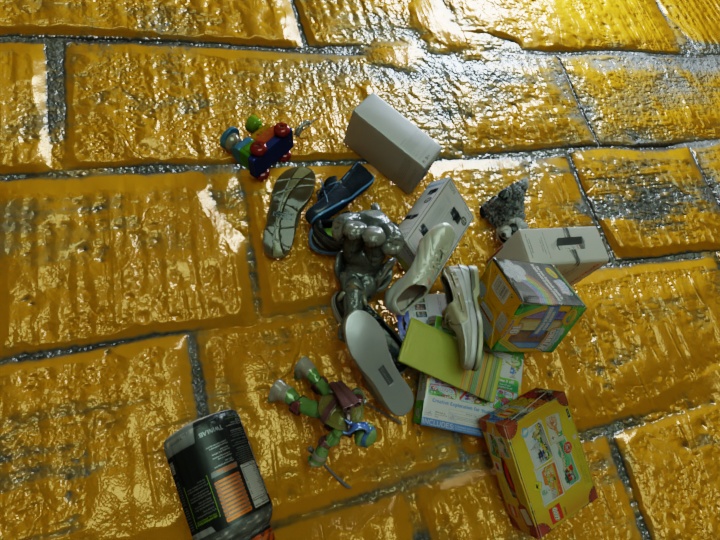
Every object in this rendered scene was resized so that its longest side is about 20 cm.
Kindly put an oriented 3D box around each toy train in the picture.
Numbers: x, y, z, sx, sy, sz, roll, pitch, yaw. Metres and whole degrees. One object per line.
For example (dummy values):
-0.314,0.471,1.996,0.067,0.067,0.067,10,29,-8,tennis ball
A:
-0.192,-0.292,1.103,0.115,0.085,0.200,33,60,16,toy train

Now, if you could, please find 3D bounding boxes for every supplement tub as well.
-0.208,0.326,0.783,0.121,0.123,0.203,-18,72,-23,supplement tub

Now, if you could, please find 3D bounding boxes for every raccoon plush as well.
0.366,-0.129,1.186,0.198,0.097,0.135,-32,86,-27,raccoon plush

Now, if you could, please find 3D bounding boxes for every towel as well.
0.165,0.164,0.949,0.197,0.018,0.087,25,67,-9,towel

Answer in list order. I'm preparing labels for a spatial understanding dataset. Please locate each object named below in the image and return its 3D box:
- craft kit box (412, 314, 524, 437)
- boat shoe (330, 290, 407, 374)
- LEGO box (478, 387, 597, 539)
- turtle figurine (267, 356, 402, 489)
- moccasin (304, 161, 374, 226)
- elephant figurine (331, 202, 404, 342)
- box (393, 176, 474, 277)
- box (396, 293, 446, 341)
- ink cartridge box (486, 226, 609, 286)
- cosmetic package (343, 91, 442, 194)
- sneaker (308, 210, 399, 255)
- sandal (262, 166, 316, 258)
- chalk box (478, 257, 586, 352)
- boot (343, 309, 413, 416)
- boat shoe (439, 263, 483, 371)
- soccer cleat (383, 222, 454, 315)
0.208,0.204,0.981,0.196,0.048,0.202,15,77,-13,craft kit box
0.023,0.108,0.988,0.068,0.057,0.200,-39,80,-28,boat shoe
0.316,0.335,0.928,0.146,0.077,0.204,-18,91,-23,LEGO box
-0.055,0.255,0.890,0.192,0.200,0.145,33,82,23,turtle figurine
-0.054,-0.161,1.086,0.069,0.080,0.200,50,49,-1,moccasin
0.000,0.000,0.962,0.153,0.204,0.141,-12,33,-35,elephant figurine
0.148,-0.084,1.086,0.117,0.060,0.201,50,58,-26,box
0.162,0.109,1.041,0.195,0.042,0.122,0,67,-14,box
0.394,-0.021,1.109,0.196,0.145,0.085,-3,66,-18,ink cartridge box
0.067,-0.279,1.153,0.199,0.108,0.085,41,61,3,cosmetic package
-0.006,-0.074,1.048,0.195,0.083,0.072,-2,56,-18,sneaker
-0.147,-0.117,1.050,0.079,0.054,0.204,16,77,-2,sandal
0.323,0.069,0.985,0.196,0.125,0.126,6,38,-25,chalk box
0.017,0.162,0.918,0.073,0.095,0.203,-29,97,-20,boot
0.179,0.083,0.944,0.067,0.075,0.204,4,58,-3,boat shoe
0.120,0.001,0.979,0.069,0.077,0.201,37,90,-25,soccer cleat
